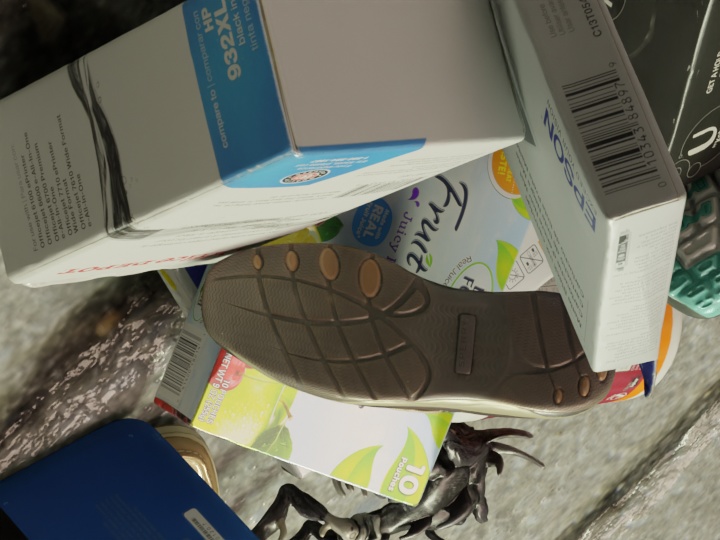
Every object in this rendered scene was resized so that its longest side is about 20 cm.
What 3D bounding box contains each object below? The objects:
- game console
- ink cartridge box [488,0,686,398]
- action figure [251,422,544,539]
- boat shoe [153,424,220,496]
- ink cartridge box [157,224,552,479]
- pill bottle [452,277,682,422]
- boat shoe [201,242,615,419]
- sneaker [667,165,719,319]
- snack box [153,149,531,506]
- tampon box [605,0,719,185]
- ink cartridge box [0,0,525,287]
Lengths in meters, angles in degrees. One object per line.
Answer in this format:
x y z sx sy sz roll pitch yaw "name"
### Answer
-0.129 0.205 1.413 0.170 0.200 0.119 -27 147 -32 "game console"
0.089 -0.062 1.228 0.040 0.200 0.200 -17 153 -6 "ink cartridge box"
0.001 0.123 1.587 0.199 0.102 0.119 -27 152 -2 "action figure"
-0.105 0.185 1.507 0.073 0.069 0.201 -5 115 -21 "boat shoe"
-0.009 -0.030 1.400 0.197 0.047 0.201 -37 114 -17 "ink cartridge box"
0.080 0.029 1.556 0.199 0.110 0.110 -5 132 -39 "pill bottle"
0.019 0.039 1.296 0.073 0.199 0.075 122 -19 -73 "boat shoe"
0.179 -0.030 1.524 0.077 0.200 0.091 -24 128 6 "sneaker"
0.000 0.000 1.356 0.142 0.053 0.201 21 91 -31 "snack box"
0.202 -0.162 1.474 0.199 0.126 0.150 -26 144 -32 "tampon box"
-0.052 -0.063 1.196 0.145 0.084 0.199 -8 170 -46 "ink cartridge box"
